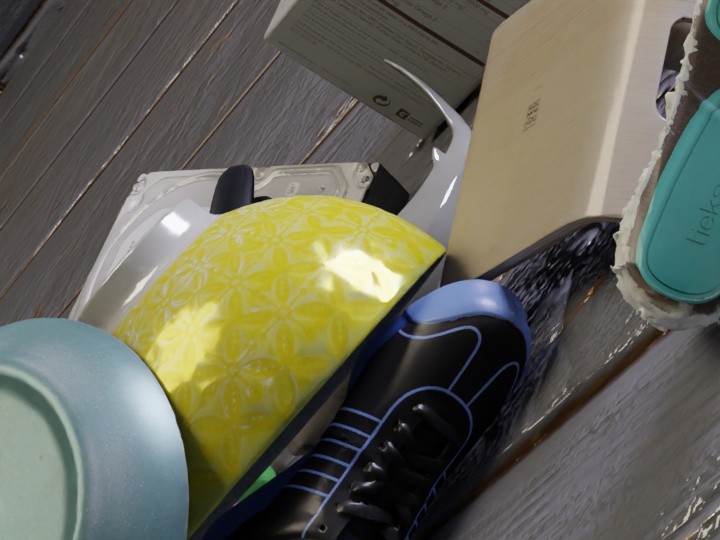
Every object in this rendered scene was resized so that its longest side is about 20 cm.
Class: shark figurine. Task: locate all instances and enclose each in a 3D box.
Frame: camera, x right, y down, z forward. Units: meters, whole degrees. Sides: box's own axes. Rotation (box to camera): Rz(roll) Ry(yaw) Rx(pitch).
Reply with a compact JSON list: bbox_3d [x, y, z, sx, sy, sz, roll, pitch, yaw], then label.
[{"bbox_3d":[0.012,-0.018,1.380,0.128,0.089,0.215,-25,38,65],"label":"shark figurine"}]

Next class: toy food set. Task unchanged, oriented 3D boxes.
[{"bbox_3d":[0.102,-0.059,1.225,0.200,0.060,0.144,146,140,-63],"label":"toy food set"}]

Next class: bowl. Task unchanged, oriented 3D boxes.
[{"bbox_3d":[-0.065,0.032,1.249,0.200,0.108,0.200,-49,-2,-3],"label":"bowl"}]

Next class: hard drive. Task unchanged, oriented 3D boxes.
[{"bbox_3d":[-0.078,0.004,1.576,0.200,0.038,0.140,1,57,42],"label":"hard drive"}]

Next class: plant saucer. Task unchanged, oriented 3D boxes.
[{"bbox_3d":[-0.162,0.113,1.181,0.200,0.036,0.200,-14,66,33],"label":"plant saucer"}]

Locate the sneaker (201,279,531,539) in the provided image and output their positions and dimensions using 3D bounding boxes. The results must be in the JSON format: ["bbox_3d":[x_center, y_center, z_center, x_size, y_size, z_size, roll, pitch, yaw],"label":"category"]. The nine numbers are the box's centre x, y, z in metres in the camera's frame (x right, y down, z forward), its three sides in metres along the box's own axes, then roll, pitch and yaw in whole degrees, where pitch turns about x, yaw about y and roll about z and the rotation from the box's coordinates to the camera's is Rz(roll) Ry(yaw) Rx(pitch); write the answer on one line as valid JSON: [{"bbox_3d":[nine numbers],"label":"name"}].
[{"bbox_3d":[0.006,0.095,1.189,0.200,0.070,0.078,-49,26,14],"label":"sneaker"}]

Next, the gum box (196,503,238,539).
[{"bbox_3d":[-0.100,0.175,1.273,0.200,0.113,0.066,-99,16,-69],"label":"gum box"}]

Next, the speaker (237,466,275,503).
[{"bbox_3d":[-0.128,0.175,1.472,0.200,0.088,0.088,-58,13,8],"label":"speaker"}]

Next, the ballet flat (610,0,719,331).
[{"bbox_3d":[0.148,-0.067,1.037,0.200,0.072,0.072,-61,13,-9],"label":"ballet flat"}]

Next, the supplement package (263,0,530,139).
[{"bbox_3d":[0.052,-0.189,1.528,0.200,0.117,0.117,-44,20,47],"label":"supplement package"}]

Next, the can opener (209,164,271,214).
[{"bbox_3d":[-0.064,0.021,1.474,0.078,0.063,0.200,-13,36,11],"label":"can opener"}]
